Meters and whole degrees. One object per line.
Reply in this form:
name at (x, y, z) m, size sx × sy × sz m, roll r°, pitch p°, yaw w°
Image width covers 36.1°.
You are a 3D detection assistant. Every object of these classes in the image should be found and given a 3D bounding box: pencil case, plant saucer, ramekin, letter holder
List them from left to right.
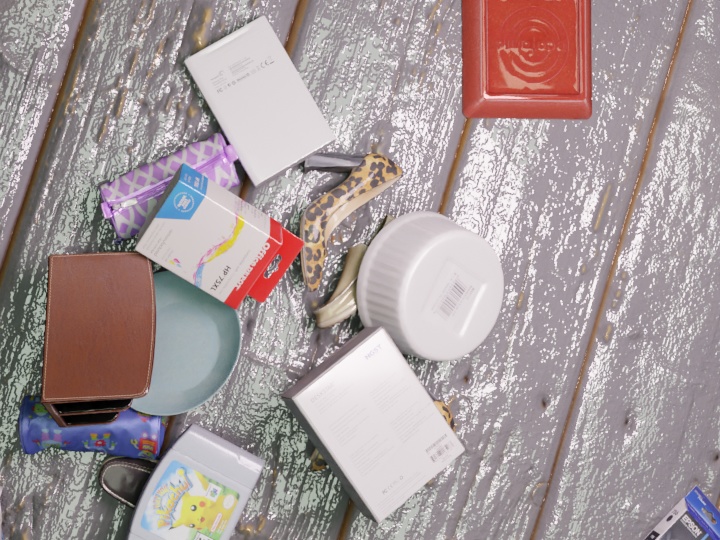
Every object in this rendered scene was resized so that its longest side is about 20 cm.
pencil case at (-0.357, 0.211, 1.484) m, size 0.196 × 0.088 × 0.079 m, roll 4°, pitch 45°, yaw -9°
letter holder at (-0.329, 0.087, 1.432) m, size 0.139 × 0.101 × 0.203 m, roll -4°, pitch 65°, yaw -3°
pencil case at (-0.260, -0.116, 1.495) m, size 0.198 × 0.086 × 0.085 m, roll -27°, pitch 82°, yaw -9°
plant saucer at (-0.254, 0.101, 1.497) m, size 0.197 × 0.039 × 0.204 m, roll -2°, pitch 70°, yaw 6°
ramekin at (0.101, 0.026, 1.501) m, size 0.198 × 0.097 × 0.204 m, roll -8°, pitch 105°, yaw -31°
plant saucer at (0.246, -0.323, 1.596) m, size 0.196 × 0.037 × 0.204 m, roll 0°, pitch 90°, yaw -8°

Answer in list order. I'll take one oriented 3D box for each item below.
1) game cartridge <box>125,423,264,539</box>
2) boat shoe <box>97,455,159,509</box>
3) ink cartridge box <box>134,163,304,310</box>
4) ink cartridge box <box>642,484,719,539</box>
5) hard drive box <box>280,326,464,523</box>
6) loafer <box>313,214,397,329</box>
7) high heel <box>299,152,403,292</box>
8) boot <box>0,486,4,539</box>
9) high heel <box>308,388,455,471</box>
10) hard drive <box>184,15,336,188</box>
game cartridge at (-0.227, 0.314, 1.459) m, size 0.132 × 0.040 × 0.202 m, roll 27°, pitch 78°, yaw -7°
boat shoe at (-0.264, 0.308, 1.501) m, size 0.198 × 0.065 × 0.073 m, roll 27°, pitch 85°, yaw -8°
ink cartridge box at (-0.182, -0.034, 1.456) m, size 0.198 × 0.067 × 0.117 m, roll 31°, pitch 108°, yaw -17°
ink cartridge box at (0.463, 0.422, 1.622) m, size 0.200 × 0.039 × 0.100 m, roll -45°, pitch 95°, yaw -7°
hard drive box at (0.016, 0.200, 1.454) m, size 0.155 × 0.077 × 0.201 m, roll -36°, pitch 97°, yaw -16°
loafer at (0.000, 0.000, 1.542) m, size 0.068 × 0.076 × 0.200 m, roll 46°, pitch 74°, yaw -4°
high heel at (-0.013, -0.068, 1.535) m, size 0.140 × 0.071 × 0.204 m, roll 4°, pitch 80°, yaw -2°
boot at (-0.525, 0.291, 1.468) m, size 0.094 × 0.073 × 0.204 m, roll -9°, pitch 99°, yaw -14°
high heel at (0.034, 0.238, 1.533) m, size 0.143 × 0.071 × 0.200 m, roll 44°, pitch 75°, yaw 1°
hard drive at (-0.139, -0.234, 1.529) m, size 0.131 × 0.027 × 0.202 m, roll -30°, pitch 85°, yaw -7°
